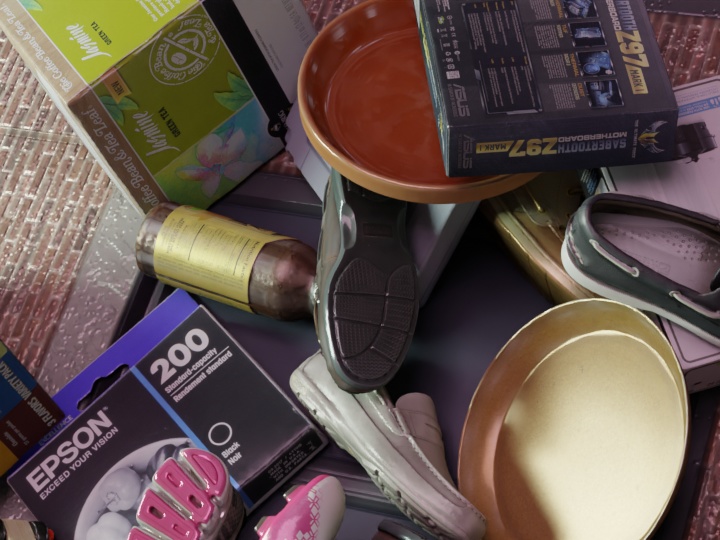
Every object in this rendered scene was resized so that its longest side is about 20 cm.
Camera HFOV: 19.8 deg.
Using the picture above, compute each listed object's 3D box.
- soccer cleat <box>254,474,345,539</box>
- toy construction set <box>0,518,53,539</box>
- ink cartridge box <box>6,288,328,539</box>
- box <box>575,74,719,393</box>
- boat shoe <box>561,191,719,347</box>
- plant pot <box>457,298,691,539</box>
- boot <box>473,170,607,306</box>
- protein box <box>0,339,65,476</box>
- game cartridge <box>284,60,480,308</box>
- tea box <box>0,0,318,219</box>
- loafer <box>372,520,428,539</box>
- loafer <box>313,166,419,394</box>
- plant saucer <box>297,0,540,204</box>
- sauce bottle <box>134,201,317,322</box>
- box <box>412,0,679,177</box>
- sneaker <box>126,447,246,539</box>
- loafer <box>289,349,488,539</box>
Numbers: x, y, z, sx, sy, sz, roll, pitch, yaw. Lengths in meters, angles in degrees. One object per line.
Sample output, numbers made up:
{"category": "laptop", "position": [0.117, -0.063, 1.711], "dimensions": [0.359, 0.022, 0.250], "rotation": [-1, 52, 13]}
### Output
{"category": "soccer cleat", "position": [-0.054, 0.233, 1.364], "dimensions": [0.086, 0.070, 0.201], "rotation": [31, 79, 21]}
{"category": "toy construction set", "position": [-0.255, 0.252, 1.451], "dimensions": [0.200, 0.092, 0.132], "rotation": [40, 118, 40]}
{"category": "ink cartridge box", "position": [-0.158, 0.124, 1.521], "dimensions": [0.198, 0.043, 0.200], "rotation": [-42, 55, -7]}
{"category": "box", "position": [0.232, -0.024, 1.423], "dimensions": [0.116, 0.060, 0.201], "rotation": [-14, 69, -10]}
{"category": "boat shoe", "position": [0.229, 0.003, 1.344], "dimensions": [0.198, 0.060, 0.076], "rotation": [13, 63, 1]}
{"category": "plant pot", "position": [0.146, 0.118, 1.385], "dimensions": [0.199, 0.027, 0.202], "rotation": [-22, 58, 41]}
{"category": "boot", "position": [0.166, -0.063, 1.506], "dimensions": [0.155, 0.073, 0.200], "rotation": [-35, 53, -5]}
{"category": "protein box", "position": [-0.369, 0.089, 1.540], "dimensions": [0.198, 0.135, 0.200], "rotation": [-43, 47, -9]}
{"category": "game cartridge", "position": [0.018, -0.086, 1.542], "dimensions": [0.040, 0.134, 0.200], "rotation": [-6, 46, -36]}
{"category": "tea box", "position": [-0.143, -0.168, 1.593], "dimensions": [0.196, 0.200, 0.134], "rotation": [-38, 56, -4]}
{"category": "loafer", "position": [0.077, 0.236, 1.351], "dimensions": [0.199, 0.072, 0.063], "rotation": [30, 79, 29]}
{"category": "loafer", "position": [0.000, 0.000, 1.477], "dimensions": [0.071, 0.063, 0.202], "rotation": [11, 63, -19]}
{"category": "plant saucer", "position": [0.055, -0.122, 1.465], "dimensions": [0.198, 0.032, 0.201], "rotation": [1, 50, -1]}
{"category": "sauce bottle", "position": [-0.074, 0.002, 1.553], "dimensions": [0.199, 0.065, 0.065], "rotation": [19, 68, 25]}
{"category": "box", "position": [0.123, -0.151, 1.427], "dimensions": [0.156, 0.051, 0.201], "rotation": [-6, 45, -4]}
{"category": "sneaker", "position": [-0.133, 0.223, 1.400], "dimensions": [0.073, 0.087, 0.201], "rotation": [20, 78, 28]}
{"category": "loafer", "position": [0.028, 0.116, 1.444], "dimensions": [0.070, 0.070, 0.200], "rotation": [-40, 54, -8]}
